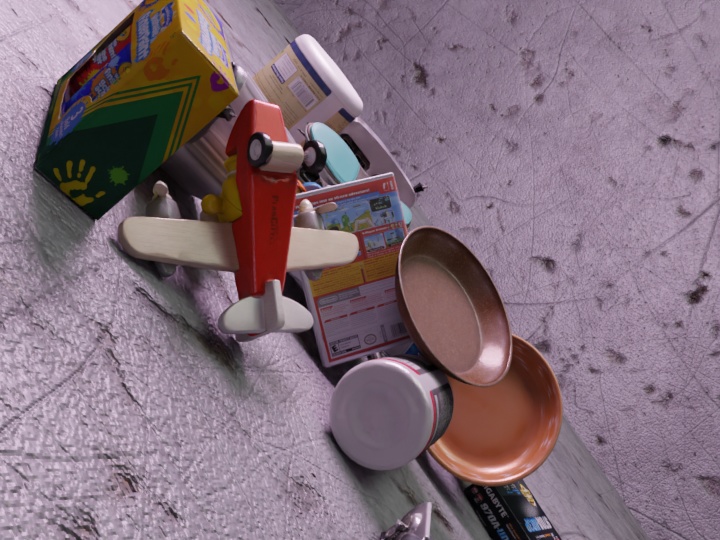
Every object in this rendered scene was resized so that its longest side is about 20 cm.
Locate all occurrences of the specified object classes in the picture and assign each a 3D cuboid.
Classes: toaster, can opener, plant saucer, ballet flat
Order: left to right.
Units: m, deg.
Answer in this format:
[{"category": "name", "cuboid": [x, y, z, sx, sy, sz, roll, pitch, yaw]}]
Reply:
[{"category": "toaster", "cuboid": [-0.153, -0.144, 0.891, 0.199, 0.114, 0.129, 14, -26, 45]}, {"category": "ballet flat", "cuboid": [-0.015, -0.111, 1.127, 0.200, 0.063, 0.068, 43, 44, -17]}, {"category": "toaster", "cuboid": [-0.013, -0.141, 1.378, 0.181, 0.199, 0.119, 51, 6, -11]}, {"category": "can opener", "cuboid": [0.047, 0.268, 0.723, 0.067, 0.053, 0.200, 51, 12, -5]}, {"category": "plant saucer", "cuboid": [0.103, 0.046, 0.976, 0.199, 0.036, 0.202, 30, 44, -34]}, {"category": "plant saucer", "cuboid": [0.164, 0.178, 1.092, 0.201, 0.199, 0.037, 54, -13, 9]}]

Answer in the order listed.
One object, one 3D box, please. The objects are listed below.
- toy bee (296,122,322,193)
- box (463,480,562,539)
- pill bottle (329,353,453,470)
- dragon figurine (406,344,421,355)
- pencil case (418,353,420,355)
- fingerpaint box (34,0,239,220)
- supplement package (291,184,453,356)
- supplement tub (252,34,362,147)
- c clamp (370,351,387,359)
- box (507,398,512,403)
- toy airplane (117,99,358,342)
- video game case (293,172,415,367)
[{"category": "toy bee", "cuboid": [-0.097, -0.092, 1.185, 0.131, 0.107, 0.202, -155, -133, -80]}, {"category": "box", "cuboid": [0.234, 0.372, 1.199, 0.160, 0.046, 0.200, 58, 12, 26]}, {"category": "pill bottle", "cuboid": [0.044, 0.150, 0.929, 0.111, 0.110, 0.200, 55, 11, 12]}, {"category": "dragon figurine", "cuboid": [0.063, 0.103, 1.229, 0.199, 0.100, 0.059, 36, -5, -5]}, {"category": "pencil case", "cuboid": [0.065, 0.076, 1.304, 0.201, 0.085, 0.084, 53, -29, -3]}, {"category": "fingerpaint box", "cuboid": [-0.200, -0.166, 0.748, 0.073, 0.166, 0.201, 45, 14, -33]}, {"category": "supplement package", "cuboid": [0.000, 0.000, 1.070, 0.200, 0.118, 0.117, 40, -1, -12]}, {"category": "supplement tub", "cuboid": [-0.111, -0.232, 1.240, 0.145, 0.199, 0.145, 50, 11, -13]}, {"category": "c clamp", "cuboid": [0.037, 0.151, 1.140, 0.171, 0.027, 0.201, 53, 8, -29]}, {"category": "box", "cuboid": [0.178, 0.214, 1.219, 0.078, 0.095, 0.200, 47, -3, -13]}, {"category": "toy airplane", "cuboid": [-0.107, -0.031, 0.795, 0.140, 0.200, 0.201, 9, -38, 49]}, {"category": "video game case", "cuboid": [-0.002, -0.002, 0.987, 0.017, 0.141, 0.203, 171, -95, -71]}]
